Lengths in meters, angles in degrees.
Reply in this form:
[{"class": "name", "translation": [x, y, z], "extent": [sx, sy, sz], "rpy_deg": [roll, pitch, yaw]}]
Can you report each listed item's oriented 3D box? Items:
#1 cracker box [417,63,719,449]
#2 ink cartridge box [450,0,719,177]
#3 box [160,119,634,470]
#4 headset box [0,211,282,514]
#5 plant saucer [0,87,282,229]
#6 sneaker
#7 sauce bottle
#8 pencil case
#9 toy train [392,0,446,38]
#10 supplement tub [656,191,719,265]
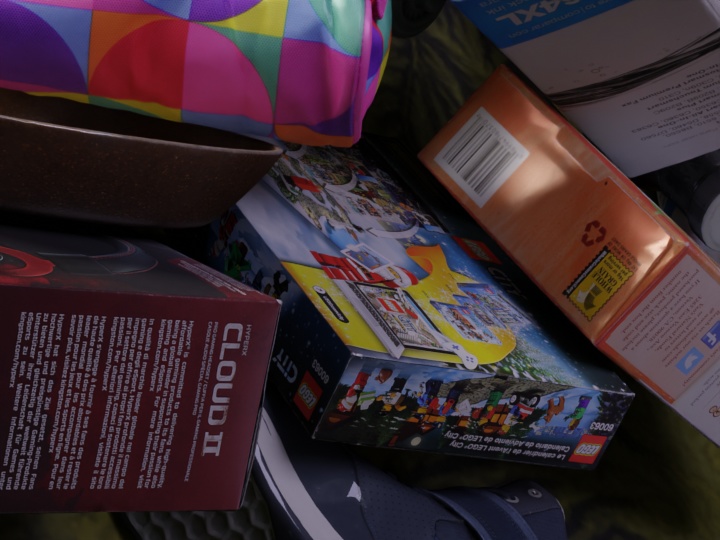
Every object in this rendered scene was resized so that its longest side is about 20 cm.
[{"class": "cracker box", "translation": [0.124, 0.011, 0.893], "extent": [0.200, 0.058, 0.134], "rpy_deg": [36, 10, -48]}, {"class": "ink cartridge box", "translation": [0.096, -0.142, 0.846], "extent": [0.200, 0.084, 0.147], "rpy_deg": [36, 38, -59]}, {"class": "box", "translation": [0.000, 0.000, 0.829], "extent": [0.136, 0.038, 0.200], "rpy_deg": [11, 26, -36]}, {"class": "headset box", "translation": [-0.134, 0.020, 0.675], "extent": [0.199, 0.076, 0.148], "rpy_deg": [5, 12, -38]}, {"class": "plant saucer", "translation": [-0.128, -0.045, 0.739], "extent": [0.199, 0.200, 0.035], "rpy_deg": [5, 99, -39]}, {"class": "sneaker", "translation": [-0.006, 0.087, 0.798], "extent": [0.203, 0.077, 0.146], "rpy_deg": [52, 31, 17]}, {"class": "sauce bottle", "translation": [0.132, -0.082, 1.001], "extent": [0.066, 0.066, 0.200], "rpy_deg": [10, 30, -36]}, {"class": "pencil case", "translation": [-0.087, -0.100, 0.766], "extent": [0.199, 0.089, 0.089], "rpy_deg": [10, 48, -2]}, {"class": "toy train", "translation": [-0.029, -0.146, 0.879], "extent": [0.085, 0.115, 0.199], "rpy_deg": [33, 43, 33]}, {"class": "supplement tub", "translation": [0.207, -0.089, 1.073], "extent": [0.131, 0.132, 0.201], "rpy_deg": [17, 50, -31]}]
